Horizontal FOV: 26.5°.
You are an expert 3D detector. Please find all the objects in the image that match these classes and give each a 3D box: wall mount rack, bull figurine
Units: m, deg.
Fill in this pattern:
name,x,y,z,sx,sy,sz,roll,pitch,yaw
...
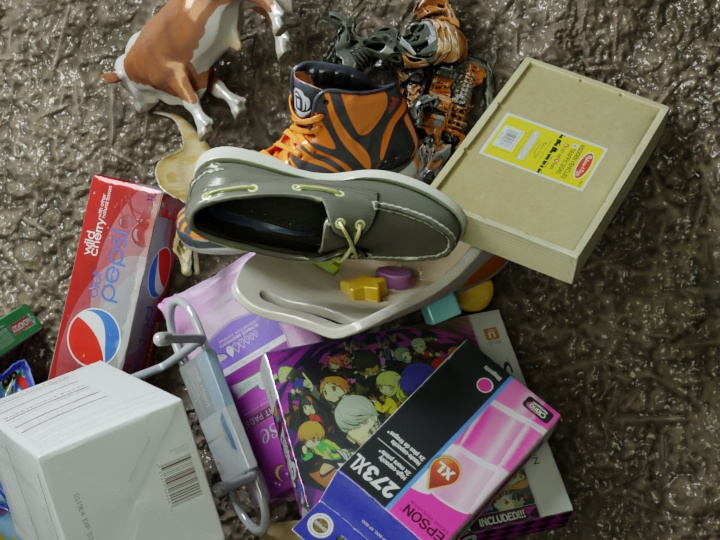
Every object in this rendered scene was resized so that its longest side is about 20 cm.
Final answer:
name,x,y,z,sx,sy,sz,roll,pitch,yaw
wall mount rack,-0.127,0.116,1.170,0.074,0.174,0.201,-19,82,-27
bull figurine,-0.132,-0.187,1.267,0.121,0.065,0.200,47,123,13

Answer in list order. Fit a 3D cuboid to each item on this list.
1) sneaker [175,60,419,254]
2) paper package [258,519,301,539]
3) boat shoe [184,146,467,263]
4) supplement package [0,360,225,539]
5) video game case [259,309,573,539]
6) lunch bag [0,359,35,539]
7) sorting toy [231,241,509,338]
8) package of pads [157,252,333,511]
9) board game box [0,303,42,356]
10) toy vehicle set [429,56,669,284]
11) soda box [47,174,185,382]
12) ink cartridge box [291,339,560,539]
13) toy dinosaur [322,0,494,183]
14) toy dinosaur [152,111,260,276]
name,x,y,z,sx,sy,sz,roll,pitch,yaw
sneaker,-0.056,-0.093,1.148,0.199,0.113,0.078,-25,40,-12
paper package,0.006,0.291,1.162,0.189,0.104,0.201,-9,47,17
boat shoe,-0.025,-0.035,1.083,0.200,0.060,0.072,11,132,1
supplement package,-0.196,0.147,1.123,0.109,0.200,0.115,-21,104,-23
video game case,0.040,0.128,1.163,0.199,0.036,0.182,-9,59,-14
lunch bag,-0.291,0.201,1.286,0.201,0.094,0.150,57,140,3
sorting toy,0.000,0.000,1.166,0.199,0.180,0.108,16,119,31
package of pads,-0.071,0.085,1.256,0.120,0.076,0.201,-30,79,17
board game box,-0.354,0.095,1.276,0.134,0.200,0.029,-37,94,12
toy vehicle set,0.142,-0.081,1.156,0.124,0.200,0.027,23,137,17
soda box,-0.208,0.024,1.306,0.070,0.063,0.202,13,90,16
ink cartridge box,0.050,0.146,1.112,0.095,0.037,0.200,38,62,15
toy dinosaur,0.040,-0.170,1.241,0.135,0.102,0.201,-6,71,-8
toy dinosaur,-0.122,-0.082,1.266,0.100,0.058,0.201,6,44,-18
